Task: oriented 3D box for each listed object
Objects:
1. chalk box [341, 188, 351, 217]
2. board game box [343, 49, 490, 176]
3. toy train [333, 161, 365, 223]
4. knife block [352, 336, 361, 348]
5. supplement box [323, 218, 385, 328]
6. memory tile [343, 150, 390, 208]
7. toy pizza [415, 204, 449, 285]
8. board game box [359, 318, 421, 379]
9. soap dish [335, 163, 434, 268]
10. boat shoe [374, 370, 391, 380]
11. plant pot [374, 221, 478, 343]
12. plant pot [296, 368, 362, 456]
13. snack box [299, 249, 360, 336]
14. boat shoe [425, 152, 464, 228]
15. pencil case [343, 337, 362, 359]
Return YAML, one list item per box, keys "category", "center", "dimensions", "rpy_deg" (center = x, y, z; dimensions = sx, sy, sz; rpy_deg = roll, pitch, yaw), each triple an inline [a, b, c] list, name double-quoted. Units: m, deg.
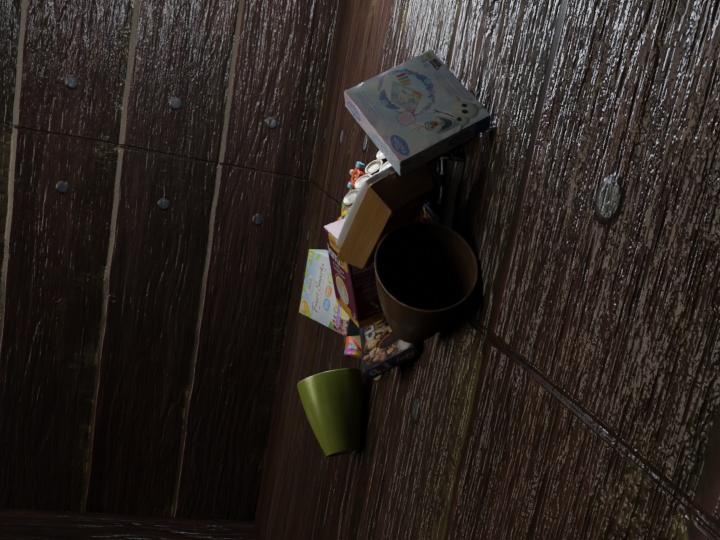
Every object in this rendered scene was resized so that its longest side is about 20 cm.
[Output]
- category: "chalk box"
  center: [0.027, -0.158, 1.731]
  dimensions: [0.200, 0.121, 0.127]
  rpy_deg: [130, 146, -66]
- category: "board game box"
  center: [0.101, -0.294, 1.184]
  dimensions: [0.202, 0.196, 0.044]
  rpy_deg: [55, 165, 27]
- category: "toy train"
  center: [-0.014, -0.163, 1.631]
  dimensions: [0.151, 0.055, 0.204]
  rpy_deg: [-119, 49, -65]
- category: "knife block"
  center: [-0.024, 0.119, 1.685]
  dimensions: [0.064, 0.172, 0.205]
  rpy_deg: [21, -107, -63]
- category: "supplement box"
  center: [0.000, 0.000, 1.418]
  dimensions: [0.131, 0.101, 0.204]
  rpy_deg: [-136, 32, -55]
- category: "memory tile"
  center: [0.054, -0.213, 1.475]
  dimensions: [0.151, 0.017, 0.202]
  rpy_deg: [10, 57, 46]
- category: "toy pizza"
  center: [0.115, -0.047, 1.304]
  dimensions: [0.201, 0.031, 0.203]
  rpy_deg: [50, 150, 43]
- category: "board game box"
  center: [0.061, 0.128, 1.451]
  dimensions: [0.134, 0.035, 0.203]
  rpy_deg: [-31, 39, 22]
- category: "soap dish"
  center: [0.047, -0.104, 1.213]
  dimensions: [0.081, 0.156, 0.201]
  rpy_deg: [45, 140, 16]
- category: "boat shoe"
  center: [0.060, 0.169, 1.519]
  dimensions: [0.075, 0.067, 0.203]
  rpy_deg: [-49, 32, 44]
- category: "plant pot"
  center: [0.110, 0.046, 1.205]
  dimensions: [0.202, 0.182, 0.190]
  rpy_deg: [96, 175, -56]
- category: "plant pot"
  center: [-0.065, 0.393, 1.755]
  dimensions: [0.188, 0.183, 0.204]
  rpy_deg: [124, 137, -61]
- category: "snack box"
  center: [-0.063, 0.053, 1.616]
  dimensions: [0.198, 0.067, 0.173]
  rpy_deg: [20, 104, 47]
- category: "boat shoe"
  center: [0.141, -0.141, 1.300]
  dimensions: [0.075, 0.091, 0.205]
  rpy_deg: [-136, 55, -74]
- category: "pencil case"
  center: [0.003, 0.142, 1.750]
  dimensions: [0.088, 0.086, 0.205]
  rpy_deg: [164, 114, -75]
